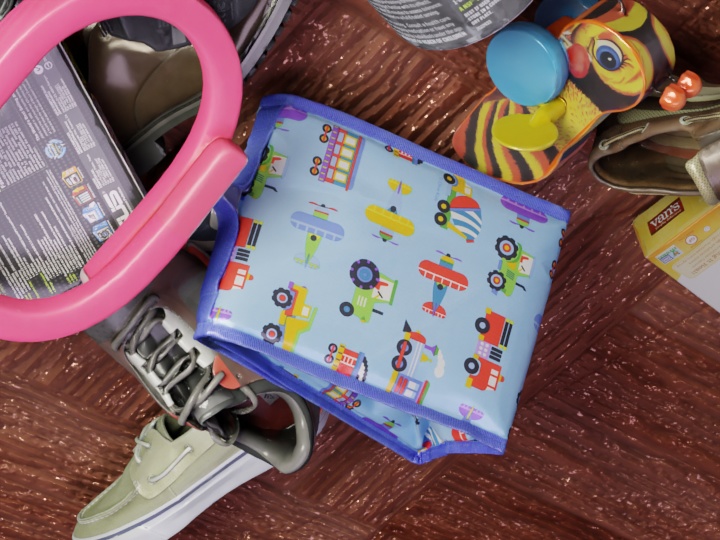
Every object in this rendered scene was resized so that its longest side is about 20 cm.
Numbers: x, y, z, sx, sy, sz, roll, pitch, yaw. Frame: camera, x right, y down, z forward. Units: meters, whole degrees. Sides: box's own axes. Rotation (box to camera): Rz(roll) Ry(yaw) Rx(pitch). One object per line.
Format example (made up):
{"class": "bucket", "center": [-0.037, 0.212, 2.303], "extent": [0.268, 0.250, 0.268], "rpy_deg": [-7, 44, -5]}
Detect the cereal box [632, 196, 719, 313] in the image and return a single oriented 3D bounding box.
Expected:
{"class": "cereal box", "center": [0.288, -0.016, 1.345], "extent": [0.144, 0.040, 0.200], "rpy_deg": [-39, 130, 24]}

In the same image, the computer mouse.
{"class": "computer mouse", "center": [-0.140, -0.134, 1.049], "extent": [0.200, 0.034, 0.059], "rpy_deg": [-12, 119, -21]}

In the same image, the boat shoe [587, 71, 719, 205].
{"class": "boat shoe", "center": [0.210, -0.064, 1.175], "extent": [0.202, 0.075, 0.075], "rpy_deg": [3, 138, 50]}

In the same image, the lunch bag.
{"class": "lunch bag", "center": [0.000, 0.000, 1.191], "extent": [0.200, 0.151, 0.094], "rpy_deg": [28, 158, -26]}

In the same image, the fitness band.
{"class": "fitness band", "center": [-0.141, -0.057, 1.051], "extent": [0.144, 0.037, 0.200], "rpy_deg": [36, 97, -34]}

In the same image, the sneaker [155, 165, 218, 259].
{"class": "sneaker", "center": [-0.072, 0.023, 1.271], "extent": [0.130, 0.080, 0.199], "rpy_deg": [-37, 130, 23]}

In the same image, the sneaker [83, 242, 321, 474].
{"class": "sneaker", "center": [-0.093, 0.044, 1.183], "extent": [0.200, 0.082, 0.077], "rpy_deg": [34, 111, -24]}

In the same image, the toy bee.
{"class": "toy bee", "center": [0.123, -0.105, 1.157], "extent": [0.131, 0.109, 0.200], "rpy_deg": [-44, 165, -21]}

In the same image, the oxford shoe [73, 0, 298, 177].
{"class": "oxford shoe", "center": [-0.104, -0.125, 1.126], "extent": [0.084, 0.073, 0.200], "rpy_deg": [37, 114, -28]}

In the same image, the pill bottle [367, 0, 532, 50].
{"class": "pill bottle", "center": [0.007, -0.206, 1.047], "extent": [0.106, 0.106, 0.200], "rpy_deg": [-31, 133, 17]}

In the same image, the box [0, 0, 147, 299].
{"class": "box", "center": [-0.214, -0.065, 1.089], "extent": [0.160, 0.044, 0.200], "rpy_deg": [-28, 115, -1]}

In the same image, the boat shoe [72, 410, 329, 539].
{"class": "boat shoe", "center": [-0.113, 0.118, 1.373], "extent": [0.200, 0.072, 0.062], "rpy_deg": [-34, 107, 15]}
